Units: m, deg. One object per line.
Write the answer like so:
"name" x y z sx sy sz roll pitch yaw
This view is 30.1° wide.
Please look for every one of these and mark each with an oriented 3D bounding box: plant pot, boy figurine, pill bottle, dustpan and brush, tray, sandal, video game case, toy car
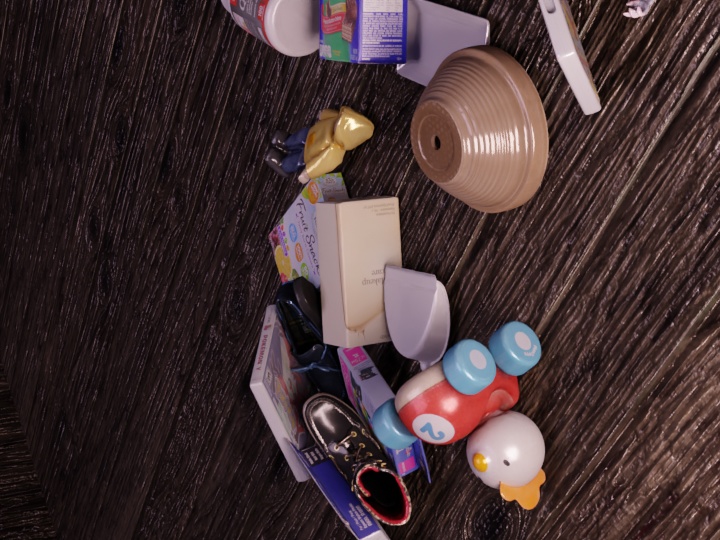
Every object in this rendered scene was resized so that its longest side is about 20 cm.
"plant pot" 0.125 -0.161 1.602 0.200 0.092 0.203 30 129 46
"boy figurine" -0.059 -0.185 1.954 0.199 0.064 0.125 -13 52 53
"pill bottle" -0.131 -0.401 2.010 0.200 0.115 0.117 38 128 51
"dustpan and brush" 0.083 0.099 1.816 0.139 0.057 0.202 13 100 59
"tray" 0.108 -0.283 1.705 0.200 0.022 0.109 34 126 54
"sandal" -0.045 0.059 1.948 0.200 0.045 0.076 52 -162 -65
"video game case" 0.205 -0.275 1.403 0.200 0.023 0.184 30 -136 -71
"toy car" 0.150 0.199 1.609 0.184 0.176 0.201 -44 71 42
"video game case" -0.109 0.183 2.016 0.183 0.023 0.201 -82 -26 -53

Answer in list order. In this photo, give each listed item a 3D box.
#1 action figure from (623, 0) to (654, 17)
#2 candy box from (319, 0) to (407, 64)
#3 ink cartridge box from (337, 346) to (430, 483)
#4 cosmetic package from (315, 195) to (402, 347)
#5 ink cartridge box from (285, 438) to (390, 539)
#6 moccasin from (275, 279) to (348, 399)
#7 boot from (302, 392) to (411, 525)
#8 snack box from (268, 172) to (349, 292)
"action figure" 0.276 -0.343 1.313 0.134 0.149 0.200 43 -177 -9
"candy box" 0.002 -0.382 1.797 0.169 0.076 0.202 -152 62 -67
"ink cartridge box" 0.032 0.204 1.890 0.200 0.042 0.120 52 162 40
"cosmetic package" 0.000 0.000 1.879 0.073 0.103 0.202 6 102 58
"ink cartridge box" -0.014 0.343 1.938 0.200 0.040 0.201 49 172 45
"moccasin" -0.081 0.115 2.013 0.080 0.068 0.201 -24 103 28
"boot" -0.002 0.265 1.867 0.201 0.073 0.151 57 176 -10
"snack box" -0.068 -0.038 2.042 0.200 0.053 0.143 -47 57 53
